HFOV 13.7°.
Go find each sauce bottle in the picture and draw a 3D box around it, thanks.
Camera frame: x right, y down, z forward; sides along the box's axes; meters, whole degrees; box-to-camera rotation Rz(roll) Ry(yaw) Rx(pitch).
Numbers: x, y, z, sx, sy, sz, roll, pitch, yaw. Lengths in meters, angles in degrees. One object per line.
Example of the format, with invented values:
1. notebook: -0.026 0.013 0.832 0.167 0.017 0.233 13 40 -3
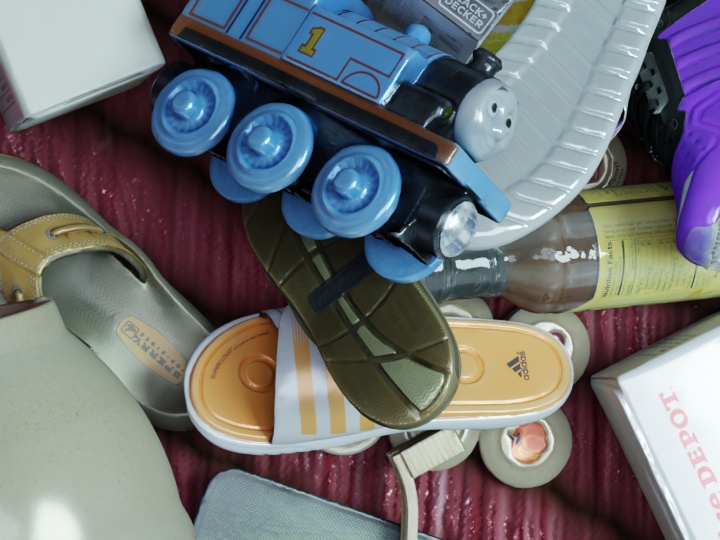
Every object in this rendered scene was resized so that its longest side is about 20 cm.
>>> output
1. sauce bottle: 0.116 -0.011 1.535 0.200 0.065 0.065 -4 90 -19

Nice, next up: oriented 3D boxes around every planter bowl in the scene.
1. planter bowl: -0.191 0.090 1.448 0.200 0.200 0.135 -13 95 -6

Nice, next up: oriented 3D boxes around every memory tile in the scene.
1. memory tile: 0.052 0.008 1.571 0.153 0.017 0.200 11 89 -6

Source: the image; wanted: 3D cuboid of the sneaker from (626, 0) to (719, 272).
1. sneaker: 0.165 -0.080 1.525 0.099 0.070 0.200 14 46 6

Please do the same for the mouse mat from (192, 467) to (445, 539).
1. mouse mat: -0.011 0.206 1.558 0.200 0.008 0.161 20 88 -13

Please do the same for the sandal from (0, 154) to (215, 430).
1. sandal: -0.148 0.009 1.523 0.200 0.054 0.080 38 86 -5

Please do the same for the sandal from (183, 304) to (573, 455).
1. sandal: 0.013 0.042 1.513 0.207 0.059 0.079 -4 62 -15

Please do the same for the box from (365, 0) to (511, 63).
1. box: 0.088 -0.196 1.473 0.060 0.117 0.200 38 83 0

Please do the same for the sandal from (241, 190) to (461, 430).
1. sandal: 0.000 0.000 1.474 0.080 0.054 0.200 -34 57 12

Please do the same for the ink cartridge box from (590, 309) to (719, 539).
1. ink cartridge box: 0.240 0.077 1.557 0.200 0.084 0.145 -26 93 -6

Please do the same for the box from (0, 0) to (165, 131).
1. box: -0.175 -0.177 1.507 0.078 0.095 0.200 -22 94 -12

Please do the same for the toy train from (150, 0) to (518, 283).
1. toy train: -0.012 -0.075 1.427 0.200 0.087 0.114 26 83 35

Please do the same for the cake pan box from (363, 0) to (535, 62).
1. cake pan box: 0.044 -0.168 1.547 0.184 0.052 0.200 37 82 -1

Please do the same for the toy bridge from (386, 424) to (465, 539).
1. toy bridge: 0.062 0.181 1.556 0.067 0.027 0.200 -28 98 -7

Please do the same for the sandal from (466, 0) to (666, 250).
1. sandal: 0.097 -0.084 1.496 0.082 0.050 0.203 31 69 15
